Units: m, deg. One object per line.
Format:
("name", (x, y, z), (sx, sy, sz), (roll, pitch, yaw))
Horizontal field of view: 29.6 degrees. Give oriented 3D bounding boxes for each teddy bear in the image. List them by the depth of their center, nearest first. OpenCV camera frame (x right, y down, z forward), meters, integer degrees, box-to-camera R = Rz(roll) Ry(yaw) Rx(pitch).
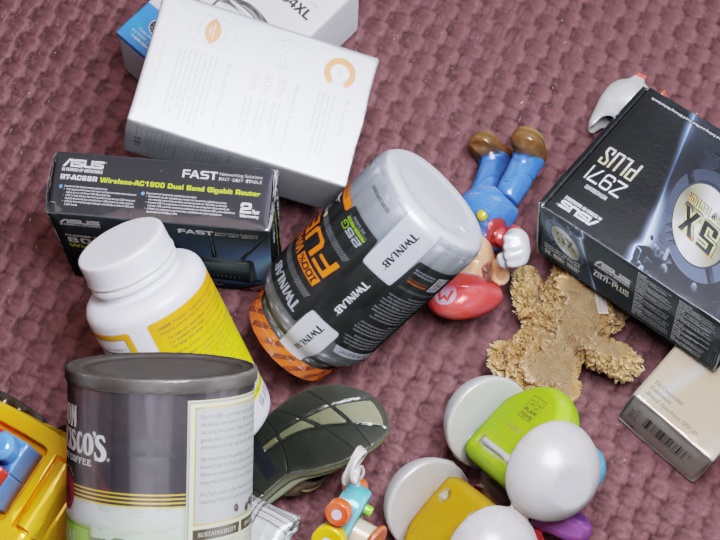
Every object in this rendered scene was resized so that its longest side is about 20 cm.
("teddy bear", (0.198, 0.046, 1.265), (0.144, 0.067, 0.201), (20, 63, -4))

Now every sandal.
("sandal", (-0.066, 0.168, 1.209), (0.200, 0.057, 0.080), (-30, 60, 5))

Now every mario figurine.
("mario figurine", (0.106, -0.049, 1.264), (0.105, 0.124, 0.201), (24, 65, -6))

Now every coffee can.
("coffee can", (-0.152, 0.171, 1.040), (0.145, 0.146, 0.202), (1, 94, -2))

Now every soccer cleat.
("soccer cleat", (0.314, -0.113, 1.325), (0.199, 0.069, 0.078), (36, 77, 19))

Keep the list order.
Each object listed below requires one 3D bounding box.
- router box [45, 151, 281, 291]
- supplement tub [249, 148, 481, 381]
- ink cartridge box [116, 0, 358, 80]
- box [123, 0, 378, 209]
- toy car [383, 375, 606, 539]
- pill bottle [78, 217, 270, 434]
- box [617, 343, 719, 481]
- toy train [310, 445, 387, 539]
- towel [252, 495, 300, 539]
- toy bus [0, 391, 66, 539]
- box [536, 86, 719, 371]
("router box", (-0.171, -0.041, 1.231), (0.198, 0.150, 0.063), (4, 68, 0))
("supplement tub", (0.000, 0.000, 1.196), (0.200, 0.122, 0.123), (-44, 72, 23))
("ink cartridge box", (-0.118, -0.238, 1.344), (0.146, 0.084, 0.200), (40, 74, 12))
("box", (-0.100, -0.149, 1.224), (0.198, 0.097, 0.125), (17, 76, -9))
("toy car", (0.130, 0.199, 1.154), (0.150, 0.175, 0.201), (38, 87, -27))
("pill bottle", (-0.161, 0.059, 1.163), (0.108, 0.201, 0.110), (-19, 27, 10))
("box", (0.335, 0.083, 1.239), (0.095, 0.078, 0.200), (39, 72, 14))
("toy train", (-0.029, 0.251, 1.126), (0.055, 0.150, 0.201), (29, 67, 7))
("towel", (-0.175, 0.260, 1.148), (0.191, 0.035, 0.201), (20, 70, 25))
("toy bus", (-0.306, 0.163, 1.118), (0.199, 0.192, 0.136), (24, 72, 22))
("box", (0.282, -0.041, 1.210), (0.199, 0.086, 0.164), (36, 70, 22))
